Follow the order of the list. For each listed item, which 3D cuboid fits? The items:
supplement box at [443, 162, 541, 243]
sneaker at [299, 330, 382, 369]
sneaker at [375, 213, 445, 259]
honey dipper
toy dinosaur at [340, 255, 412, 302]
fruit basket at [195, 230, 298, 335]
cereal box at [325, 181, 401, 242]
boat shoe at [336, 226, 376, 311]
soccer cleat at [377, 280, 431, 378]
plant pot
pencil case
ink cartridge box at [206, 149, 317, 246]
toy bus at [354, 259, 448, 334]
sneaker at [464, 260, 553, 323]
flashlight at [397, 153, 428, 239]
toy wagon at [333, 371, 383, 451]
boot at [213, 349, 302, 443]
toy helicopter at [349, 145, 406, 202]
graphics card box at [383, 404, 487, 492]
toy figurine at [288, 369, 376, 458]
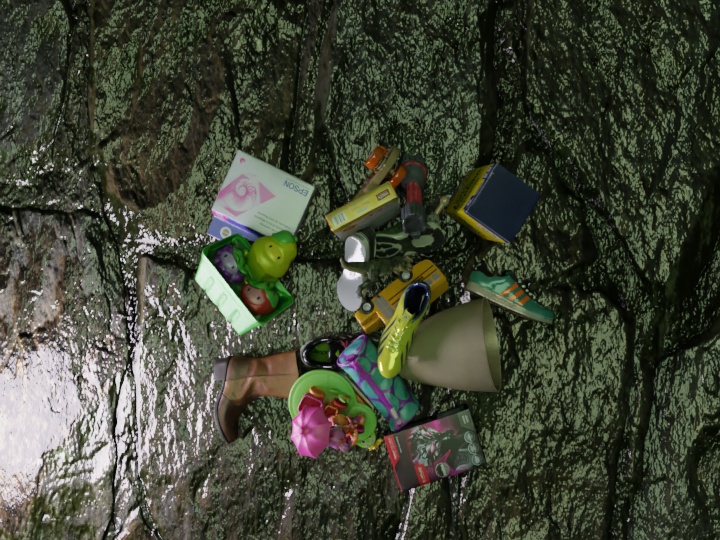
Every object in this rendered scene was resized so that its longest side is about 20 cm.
[{"bbox_3d":[0.256,-0.133,1.206,0.109,0.200,0.110,33,92,-6],"label":"supplement box"},{"bbox_3d":[-0.039,0.174,1.292,0.195,0.087,0.075,-7,89,4],"label":"sneaker"},{"bbox_3d":[0.087,-0.076,1.283,0.196,0.089,0.078,-8,127,21],"label":"sneaker"},{"bbox_3d":[0.132,-0.077,1.305,0.038,0.038,0.202,34,91,4],"label":"honey dipper"},{"bbox_3d":[0.021,0.014,1.212,0.047,0.198,0.090,23,107,43],"label":"toy dinosaur"},{"bbox_3d":[-0.222,0.003,1.272,0.212,0.155,0.220,10,113,25],"label":"fruit basket"},{"bbox_3d":[0.012,-0.113,1.233,0.142,0.200,0.040,-28,83,3],"label":"cereal box"},{"bbox_3d":[0.000,0.000,1.273,0.070,0.063,0.202,32,134,22],"label":"boat shoe"},{"bbox_3d":[0.083,0.111,1.181,0.064,0.084,0.203,23,79,4],"label":"soccer cleat"},{"bbox_3d":[0.174,0.164,1.242,0.196,0.187,0.191,-10,89,19],"label":"plant pot"},{"bbox_3d":[0.039,0.232,1.239,0.085,0.093,0.201,-35,103,16],"label":"pencil case"},{"bbox_3d":[-0.222,-0.133,1.332,0.193,0.043,0.203,25,90,4],"label":"ink cartridge box"},{"bbox_3d":[0.086,0.065,1.275,0.199,0.065,0.078,-39,60,-6],"label":"toy bus"},{"bbox_3d":[0.324,0.045,1.272,0.197,0.071,0.081,25,87,0],"label":"sneaker"},{"bbox_3d":[0.108,-0.159,1.232,0.067,0.202,0.068,26,129,-18],"label":"flashlight"},{"bbox_3d":[-0.028,0.313,1.303,0.155,0.040,0.200,-42,92,12],"label":"toy wagon"},{"bbox_3d":[-0.216,0.276,1.318,0.196,0.069,0.192,-5,77,9],"label":"boot"},{"bbox_3d":[0.017,-0.185,1.286,0.078,0.133,0.200,34,117,-13],"label":"toy helicopter"},{"bbox_3d":[0.159,0.380,1.294,0.196,0.051,0.128,-18,88,3],"label":"graphics card box"},{"bbox_3d":[-0.064,0.311,1.191,0.197,0.184,0.152,27,101,-2],"label":"toy figurine"}]
